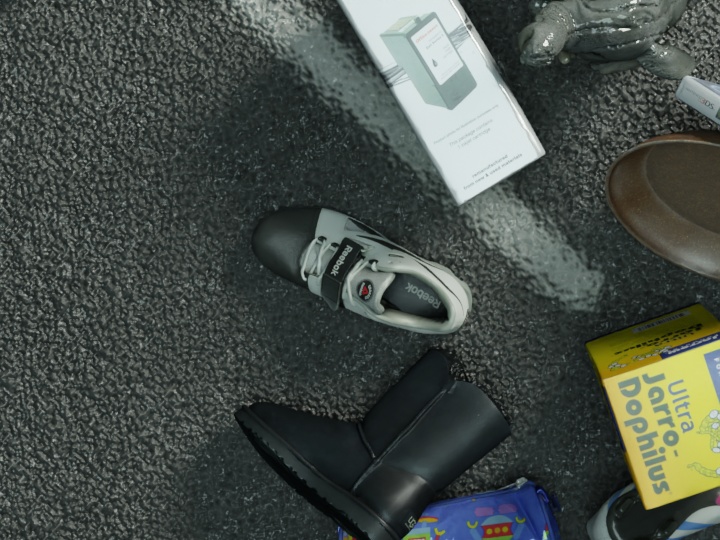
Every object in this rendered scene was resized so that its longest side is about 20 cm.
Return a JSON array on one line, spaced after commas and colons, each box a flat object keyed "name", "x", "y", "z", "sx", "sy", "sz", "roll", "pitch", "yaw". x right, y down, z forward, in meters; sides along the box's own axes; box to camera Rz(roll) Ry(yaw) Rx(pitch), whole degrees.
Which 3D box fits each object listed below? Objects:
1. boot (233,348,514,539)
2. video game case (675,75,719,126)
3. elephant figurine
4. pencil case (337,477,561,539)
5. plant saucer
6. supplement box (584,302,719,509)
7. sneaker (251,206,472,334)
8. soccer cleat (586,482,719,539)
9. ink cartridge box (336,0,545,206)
[{"name": "boot", "x": 0.012, "y": 0.130, "z": 1.484, "sx": 0.200, "sy": 0.077, "sz": 0.168, "roll": 35, "pitch": 71, "yaw": 32}, {"name": "video game case", "x": 0.366, "y": -0.088, "z": 1.343, "sx": 0.199, "sy": 0.182, "sz": 0.024, "roll": 9, "pitch": 113, "yaw": -39}, {"name": "elephant figurine", "x": 0.205, "y": -0.202, "z": 1.365, "sx": 0.155, "sy": 0.200, "sz": 0.141, "roll": -43, "pitch": 111, "yaw": 12}, {"name": "pencil case", "x": 0.076, "y": 0.232, "z": 1.489, "sx": 0.198, "sy": 0.078, "sz": 0.088, "roll": -10, "pitch": 86, "yaw": 5}, {"name": "plant saucer", "x": 0.296, "y": -0.056, "z": 1.406, "sx": 0.199, "sy": 0.201, "sz": 0.037, "roll": 24, "pitch": 64, "yaw": 1}, {"name": "supplement box", "x": 0.253, "y": 0.104, "z": 1.403, "sx": 0.109, "sy": 0.200, "sz": 0.110, "roll": -20, "pitch": 94, "yaw": 5}, {"name": "sneaker", "x": 0.000, "y": 0.000, "z": 1.466, "sx": 0.198, "sy": 0.089, "sz": 0.075, "roll": 19, "pitch": 98, "yaw": 3}, {"name": "soccer cleat", "x": 0.280, "y": 0.188, "z": 1.482, "sx": 0.198, "sy": 0.086, "sz": 0.070, "roll": -18, "pitch": 82, "yaw": -18}, {"name": "ink cartridge box", "x": 0.065, "y": -0.163, "z": 1.415, "sx": 0.084, "sy": 0.146, "sz": 0.201, "roll": -30, "pitch": 93, "yaw": 8}]
